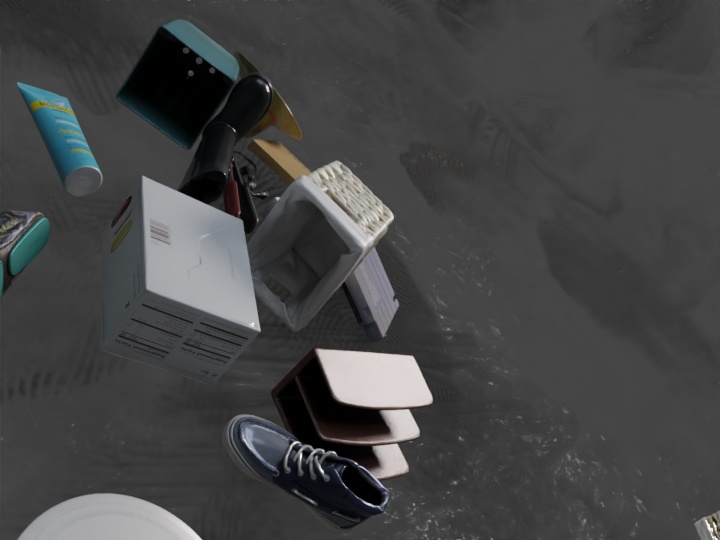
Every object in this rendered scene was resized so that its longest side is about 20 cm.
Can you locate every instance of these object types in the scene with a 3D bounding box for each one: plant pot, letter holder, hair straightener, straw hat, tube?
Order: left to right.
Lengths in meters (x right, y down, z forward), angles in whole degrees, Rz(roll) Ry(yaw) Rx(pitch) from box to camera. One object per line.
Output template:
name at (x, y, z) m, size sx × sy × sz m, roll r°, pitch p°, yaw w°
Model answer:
tube at (-0.406, -0.184, 1.151) m, size 0.077 × 0.050 × 0.201 m, roll 18°, pitch 31°, yaw -52°
plant pot at (-0.287, -0.325, 1.408) m, size 0.140 × 0.142 × 0.201 m, roll 35°, pitch 22°, yaw -15°
hair straightener at (-0.191, -0.131, 1.374) m, size 0.076 × 0.041 × 0.201 m, roll 23°, pitch 30°, yaw -35°
straw hat at (-0.196, -0.284, 1.507) m, size 0.202 × 0.085 × 0.201 m, roll 50°, pitch -8°, yaw 9°
letter holder at (0.005, 0.193, 1.113) m, size 0.198 × 0.101 × 0.143 m, roll 10°, pitch 44°, yaw -47°

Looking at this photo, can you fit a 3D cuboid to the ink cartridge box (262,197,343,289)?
ink cartridge box at (-0.052, -0.044, 1.419) m, size 0.199 × 0.047 × 0.161 m, roll -2°, pitch 52°, yaw -52°

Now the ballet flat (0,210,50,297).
ballet flat at (-0.399, -0.002, 0.897) m, size 0.072 × 0.072 × 0.201 m, roll 35°, pitch 29°, yaw -15°

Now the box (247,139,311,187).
box at (-0.100, -0.155, 1.488) m, size 0.200 × 0.021 × 0.163 m, roll 44°, pitch 12°, yaw 2°

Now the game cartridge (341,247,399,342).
game cartridge at (0.000, 0.000, 1.360) m, size 0.202 × 0.038 × 0.130 m, roll 67°, pitch 27°, yaw -16°

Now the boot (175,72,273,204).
boot at (-0.204, -0.196, 1.285) m, size 0.065 × 0.165 × 0.201 m, roll 34°, pitch 32°, yaw -17°

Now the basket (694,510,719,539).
basket at (0.739, 0.544, 1.577) m, size 0.135 × 0.123 × 0.201 m, roll 31°, pitch 29°, yaw -24°

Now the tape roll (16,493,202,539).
tape roll at (-0.207, 0.295, 0.645) m, size 0.201 × 0.139 × 0.204 m, roll 33°, pitch 29°, yaw -21°

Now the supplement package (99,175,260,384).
supplement package at (-0.226, 0.012, 1.041) m, size 0.154 × 0.111 × 0.202 m, roll 24°, pitch 33°, yaw -34°

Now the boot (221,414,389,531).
boot at (-0.061, 0.222, 0.976) m, size 0.199 × 0.090 × 0.073 m, roll 37°, pitch 48°, yaw -13°

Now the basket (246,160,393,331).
basket at (-0.062, -0.038, 1.197) m, size 0.136 × 0.200 × 0.123 m, roll 44°, pitch 38°, yaw 4°
